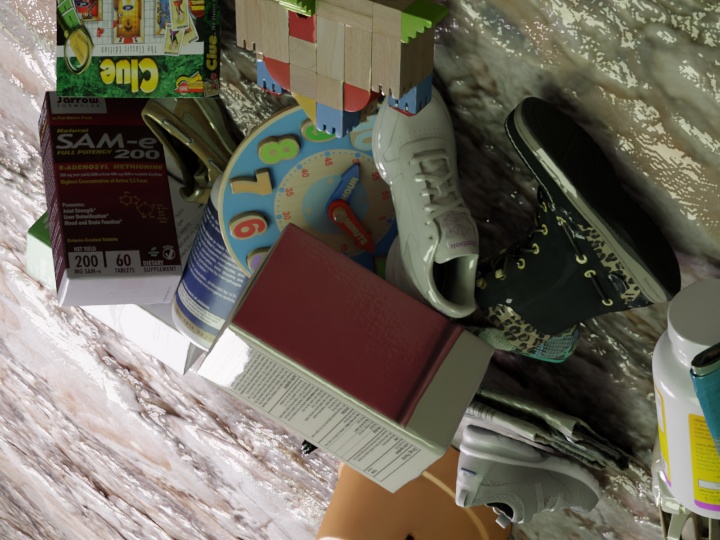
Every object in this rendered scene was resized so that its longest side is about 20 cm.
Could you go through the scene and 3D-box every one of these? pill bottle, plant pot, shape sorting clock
[{"bbox_3d":[0.289,0.102,1.285,0.104,0.104,0.200,17,142,30],"label":"pill bottle"},{"bbox_3d":[0.043,0.282,1.715,0.200,0.140,0.200,25,145,19],"label":"plant pot"},{"bbox_3d":[-0.092,-0.027,1.446,0.111,0.111,0.200,29,119,14],"label":"pill bottle"},{"bbox_3d":[-0.021,-0.055,1.357,0.200,0.200,0.039,62,-178,-32],"label":"shape sorting clock"}]

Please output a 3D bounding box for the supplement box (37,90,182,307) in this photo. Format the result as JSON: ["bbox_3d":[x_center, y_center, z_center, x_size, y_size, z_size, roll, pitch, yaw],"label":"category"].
[{"bbox_3d":[-0.234,-0.069,1.487,0.109,0.200,0.061,-2,152,-20],"label":"supplement box"}]

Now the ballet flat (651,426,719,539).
[{"bbox_3d":[0.295,0.210,1.448,0.069,0.070,0.200,16,141,32],"label":"ballet flat"}]

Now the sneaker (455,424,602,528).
[{"bbox_3d":[0.151,0.205,1.514,0.200,0.082,0.075,25,175,-42],"label":"sneaker"}]

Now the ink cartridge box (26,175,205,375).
[{"bbox_3d":[-0.211,-0.012,1.597,0.200,0.146,0.084,34,147,8],"label":"ink cartridge box"}]

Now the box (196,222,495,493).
[{"bbox_3d":[-0.014,0.073,1.303,0.200,0.109,0.128,31,152,-5],"label":"box"}]

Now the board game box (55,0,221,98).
[{"bbox_3d":[-0.200,-0.204,1.415,0.200,0.023,0.105,5,99,41],"label":"board game box"}]

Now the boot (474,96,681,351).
[{"bbox_3d":[0.139,-0.028,1.266,0.154,0.074,0.204,-27,115,35],"label":"boot"}]

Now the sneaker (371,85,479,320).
[{"bbox_3d":[0.064,-0.056,1.288,0.100,0.075,0.201,16,116,60],"label":"sneaker"}]

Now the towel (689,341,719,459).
[{"bbox_3d":[0.333,0.106,1.225,0.022,0.146,0.200,49,168,53],"label":"towel"}]

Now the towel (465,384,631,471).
[{"bbox_3d":[0.136,0.138,1.467,0.200,0.035,0.193,17,171,29],"label":"towel"}]

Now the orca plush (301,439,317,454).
[{"bbox_3d":[-0.045,0.117,1.448,0.105,0.071,0.200,4,142,-2],"label":"orca plush"}]

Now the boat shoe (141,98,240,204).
[{"bbox_3d":[-0.140,-0.087,1.500,0.072,0.076,0.200,-8,125,49],"label":"boat shoe"}]

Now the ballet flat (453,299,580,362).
[{"bbox_3d":[0.094,0.029,1.379,0.199,0.074,0.074,7,146,-7],"label":"ballet flat"}]

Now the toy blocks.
[{"bbox_3d":[-0.020,-0.170,1.236,0.200,0.100,0.137,21,132,25],"label":"toy blocks"}]
